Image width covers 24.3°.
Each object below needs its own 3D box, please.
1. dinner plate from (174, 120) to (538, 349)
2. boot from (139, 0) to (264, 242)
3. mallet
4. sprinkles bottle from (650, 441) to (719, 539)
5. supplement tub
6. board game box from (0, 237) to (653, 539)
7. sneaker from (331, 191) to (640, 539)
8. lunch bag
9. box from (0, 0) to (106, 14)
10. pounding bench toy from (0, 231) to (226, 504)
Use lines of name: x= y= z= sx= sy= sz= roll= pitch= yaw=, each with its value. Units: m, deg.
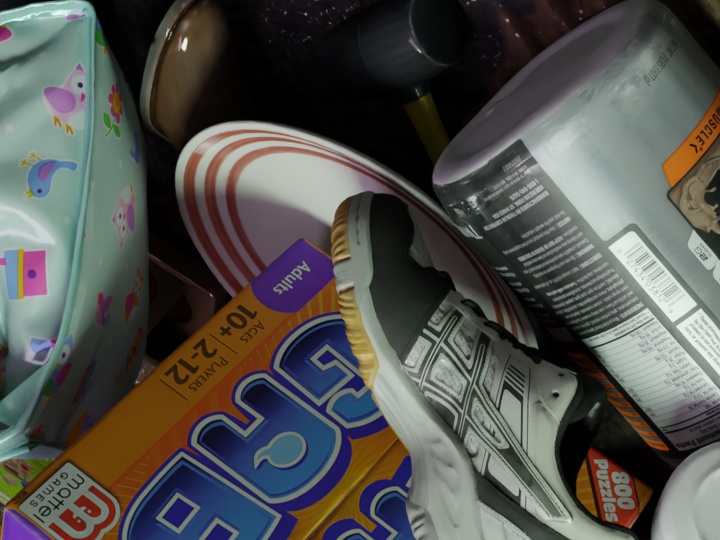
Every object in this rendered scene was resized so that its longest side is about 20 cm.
dinner plate: x=0.000 y=0.000 z=0.786 sx=0.200 sy=0.024 sz=0.200 roll=28 pitch=149 yaw=18
boot: x=-0.007 y=-0.038 z=0.821 sx=0.200 sy=0.064 sz=0.187 roll=27 pitch=151 yaw=19
mallet: x=0.041 y=-0.031 z=0.777 sx=0.066 sy=0.041 sz=0.200 roll=-5 pitch=111 yaw=44
sprinkles bottle: x=0.145 y=0.141 z=0.697 sx=0.068 sy=0.068 sz=0.200 roll=28 pitch=154 yaw=16
supplement tub: x=0.134 y=-0.002 z=0.689 sx=0.200 sy=0.123 sz=0.122 roll=48 pitch=142 yaw=-11
board game box: x=-0.028 y=0.154 z=0.760 sx=0.200 sy=0.200 sz=0.200 roll=35 pitch=141 yaw=14
sneaker: x=0.051 y=0.050 z=0.668 sx=0.076 sy=0.088 sz=0.200 roll=49 pitch=-161 yaw=-66
lunch bag: x=-0.163 y=-0.008 z=0.792 sx=0.122 sy=0.200 sz=0.170 roll=-2 pitch=172 yaw=0
box: x=-0.212 y=-0.168 z=0.873 sx=0.158 sy=0.051 sz=0.200 roll=43 pitch=143 yaw=-3
pounding bench toy: x=-0.196 y=0.026 z=0.965 sx=0.200 sy=0.156 sz=0.124 roll=32 pitch=149 yaw=10
